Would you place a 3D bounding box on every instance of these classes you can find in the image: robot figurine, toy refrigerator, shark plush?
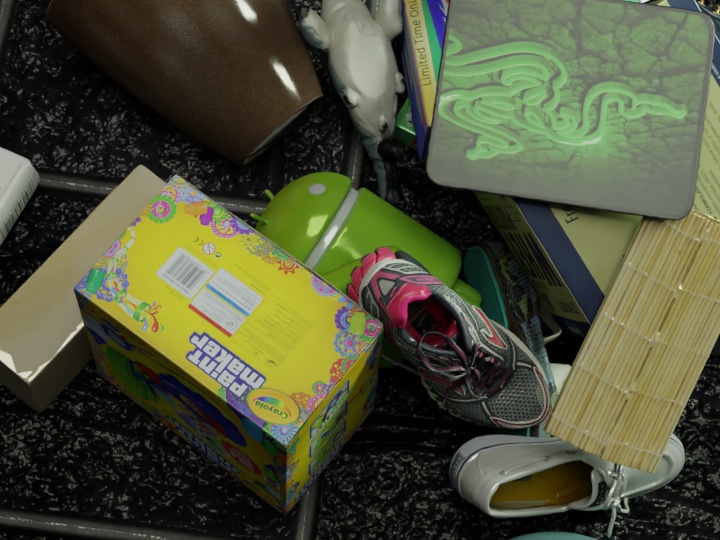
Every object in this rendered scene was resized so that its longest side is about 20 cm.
[{"bbox_3d":[0.000,0.000,1.490,0.200,0.175,0.116,33,104,-5],"label":"robot figurine"},{"bbox_3d":[-0.223,0.013,1.513,0.070,0.076,0.200,38,71,13],"label":"toy refrigerator"},{"bbox_3d":[0.013,-0.159,1.592,0.091,0.083,0.200,-26,89,-11],"label":"shark plush"}]

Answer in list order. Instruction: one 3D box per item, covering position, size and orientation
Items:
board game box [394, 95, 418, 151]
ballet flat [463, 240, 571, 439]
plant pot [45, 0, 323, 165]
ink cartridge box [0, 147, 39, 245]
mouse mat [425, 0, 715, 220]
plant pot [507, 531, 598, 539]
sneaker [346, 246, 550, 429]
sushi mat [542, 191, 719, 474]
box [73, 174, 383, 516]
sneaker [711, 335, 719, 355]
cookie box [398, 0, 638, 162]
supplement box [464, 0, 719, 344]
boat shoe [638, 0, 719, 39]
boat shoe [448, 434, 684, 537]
[{"bbox_3d":[0.132,-0.170,1.632,0.135,0.029,0.200,28,69,10],"label":"board game box"},{"bbox_3d":[0.139,0.066,1.515,0.074,0.074,0.200,-8,71,-6],"label":"ballet flat"},{"bbox_3d":[-0.129,-0.194,1.566,0.187,0.187,0.200,-40,90,-17],"label":"plant pot"},{"bbox_3d":[-0.396,-0.058,1.555,0.200,0.050,0.161,23,68,12],"label":"ink cartridge box"},{"bbox_3d":[0.155,-0.127,1.364,0.200,0.008,0.161,8,82,1],"label":"mouse mat"},{"bbox_3d":[0.151,0.281,1.383,0.200,0.135,0.200,1,67,-3],"label":"plant pot"},{"bbox_3d":[0.072,0.065,1.400,0.200,0.075,0.081,37,91,-30],"label":"sneaker"},{"bbox_3d":[0.217,0.048,1.380,0.096,0.012,0.200,23,94,-16],"label":"sushi mat"},{"bbox_3d":[-0.098,0.062,1.434,0.200,0.193,0.122,35,71,13],"label":"box"},{"bbox_3d":[0.310,0.019,1.547,0.200,0.075,0.082,-4,55,-13],"label":"sneaker"},{"bbox_3d":[0.138,-0.188,1.583,0.200,0.075,0.171,-7,66,-4],"label":"cookie box"},{"bbox_3d":[0.204,-0.080,1.446,0.200,0.134,0.200,-33,95,-5],"label":"supplement box"},{"bbox_3d":[0.288,-0.220,1.643,0.091,0.071,0.200,-13,75,-9],"label":"boat shoe"},{"bbox_3d":[0.175,0.163,1.432,0.202,0.075,0.086,1,24,-25],"label":"boat shoe"}]
